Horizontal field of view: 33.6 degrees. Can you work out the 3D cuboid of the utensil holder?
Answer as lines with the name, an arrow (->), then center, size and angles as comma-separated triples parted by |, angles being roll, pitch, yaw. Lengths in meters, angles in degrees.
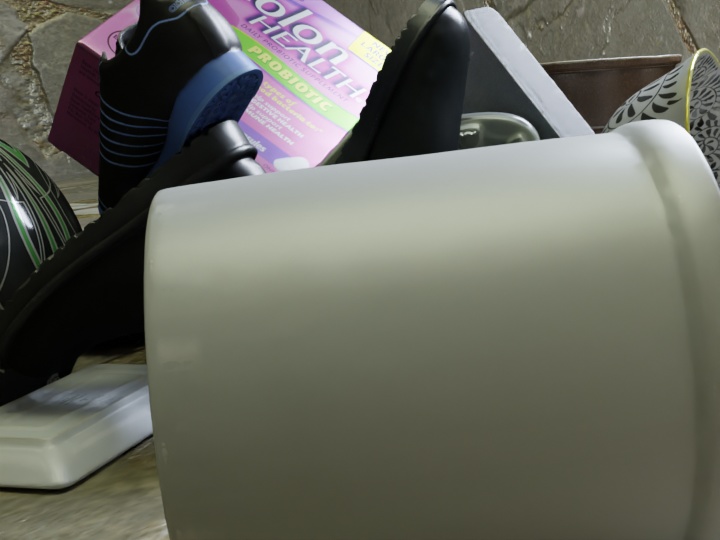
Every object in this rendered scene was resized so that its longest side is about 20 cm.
utensil holder -> 0.028, 0.038, 0.461 | 0.197, 0.173, 0.170 | -7, 9, -2

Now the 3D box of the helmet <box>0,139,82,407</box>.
helmet -> -0.275, 0.003, 0.793 | 0.189, 0.203, 0.199 | -18, 1, 28

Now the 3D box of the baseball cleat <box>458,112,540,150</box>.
baseball cleat -> 0.047, -0.072, 0.876 | 0.198, 0.070, 0.107 | -21, 15, 27

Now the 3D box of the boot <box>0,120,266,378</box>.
boot -> -0.100, 0.037, 0.678 | 0.210, 0.159, 0.079 | -37, -2, 13

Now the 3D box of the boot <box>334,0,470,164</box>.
boot -> 0.070, -0.056, 0.755 | 0.161, 0.200, 0.073 | 26, -5, 15

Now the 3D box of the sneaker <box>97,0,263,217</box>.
sneaker -> -0.122, -0.094, 0.706 | 0.070, 0.078, 0.200 | -32, -6, -38

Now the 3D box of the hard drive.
hard drive -> 0.090, -0.076, 0.907 | 0.033, 0.140, 0.201 | -19, -28, -32

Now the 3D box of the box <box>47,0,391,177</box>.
box -> -0.089, -0.123, 0.862 | 0.175, 0.097, 0.200 | 36, 43, 2

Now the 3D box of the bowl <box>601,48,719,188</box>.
bowl -> 0.197, -0.036, 0.786 | 0.093, 0.204, 0.200 | -8, 6, 27

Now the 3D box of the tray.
tray -> -0.169, 0.085, 0.707 | 0.106, 0.023, 0.200 | 0, 10, 18

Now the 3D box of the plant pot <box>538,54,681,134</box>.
plant pot -> 0.166, -0.071, 0.988 | 0.197, 0.201, 0.200 | -4, 9, 1

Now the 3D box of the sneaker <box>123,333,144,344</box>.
sneaker -> -0.179, 0.009, 1.002 | 0.110, 0.078, 0.199 | -6, 11, 30
